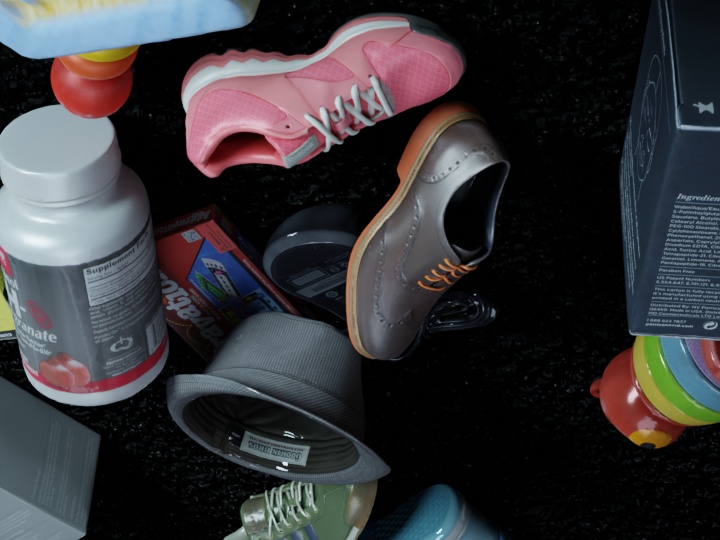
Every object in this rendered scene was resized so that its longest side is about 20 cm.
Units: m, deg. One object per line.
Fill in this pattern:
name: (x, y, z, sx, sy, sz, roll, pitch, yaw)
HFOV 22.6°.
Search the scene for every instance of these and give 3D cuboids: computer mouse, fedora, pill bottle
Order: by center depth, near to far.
pill bottle: (-0.199, -0.012, 1.272, 0.109, 0.111, 0.202, 0, 129, 5)
computer mouse: (0.000, 0.000, 1.334, 0.137, 0.053, 0.200, -19, 147, 27)
fedora: (-0.054, 0.090, 1.365, 0.176, 0.091, 0.200, 27, 156, -17)

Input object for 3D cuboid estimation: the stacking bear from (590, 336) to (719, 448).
stacking bear: (0.251, 0.072, 1.350, 0.120, 0.115, 0.200, 12, 152, -23)

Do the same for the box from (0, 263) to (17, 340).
box: (-0.288, -0.038, 1.289, 0.050, 0.076, 0.201, -6, 139, 9)

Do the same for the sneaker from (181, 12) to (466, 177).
sneaker: (-0.024, -0.103, 1.174, 0.198, 0.087, 0.074, -11, 140, 17)

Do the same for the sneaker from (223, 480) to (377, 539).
sneaker: (-0.061, 0.222, 1.590, 0.089, 0.068, 0.200, 13, 144, -19)

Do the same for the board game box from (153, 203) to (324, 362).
board game box: (-0.101, 0.028, 1.396, 0.102, 0.020, 0.200, -17, 137, 26)

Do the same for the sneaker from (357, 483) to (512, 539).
sneaker: (0.054, 0.277, 1.643, 0.130, 0.080, 0.199, 34, 133, -30)

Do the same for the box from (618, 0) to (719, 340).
box: (0.230, -0.074, 1.139, 0.106, 0.150, 0.201, 3, 142, 1)

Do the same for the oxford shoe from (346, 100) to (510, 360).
oxford shoe: (0.045, -0.012, 1.234, 0.071, 0.073, 0.202, -1, 125, -33)

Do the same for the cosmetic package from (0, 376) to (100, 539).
cosmetic package: (-0.318, 0.149, 1.495, 0.199, 0.108, 0.090, 35, 131, -30)

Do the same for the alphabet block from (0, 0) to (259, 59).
alphabet block: (-0.133, -0.245, 0.875, 0.194, 0.202, 0.196, -1, 148, 43)

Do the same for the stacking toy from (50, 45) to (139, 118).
stacking toy: (-0.162, -0.164, 1.121, 0.084, 0.086, 0.201, 10, 144, -8)
